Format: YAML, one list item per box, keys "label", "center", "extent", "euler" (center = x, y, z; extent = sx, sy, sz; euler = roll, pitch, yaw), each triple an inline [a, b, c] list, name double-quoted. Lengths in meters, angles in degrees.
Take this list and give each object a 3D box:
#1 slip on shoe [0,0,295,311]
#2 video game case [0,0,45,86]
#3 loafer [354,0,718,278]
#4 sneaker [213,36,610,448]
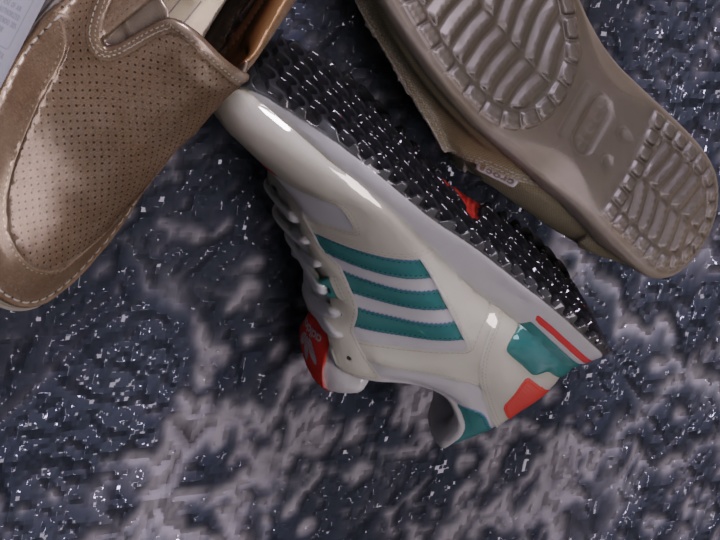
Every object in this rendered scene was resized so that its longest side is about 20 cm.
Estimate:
- label: "slip on shoe"
  center: [-0.067, -0.073, 0.849]
  extent: [0.200, 0.061, 0.076]
  euler: [-57, 136, -7]
- label: "video game case"
  center: [-0.152, -0.154, 0.758]
  extent: [0.200, 0.022, 0.182]
  euler: [27, 90, -44]
- label: "loafer"
  center: [0.054, -0.068, 0.962]
  extent: [0.200, 0.068, 0.076]
  euler: [48, 63, -27]
- label: "sneaker"
  center: [0.000, 0.000, 0.939]
  extent: [0.093, 0.070, 0.200]
  euler: [-42, 125, 15]
